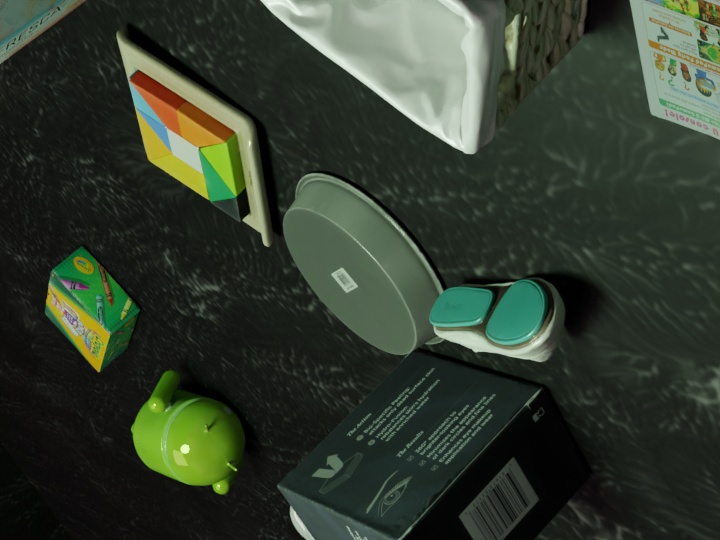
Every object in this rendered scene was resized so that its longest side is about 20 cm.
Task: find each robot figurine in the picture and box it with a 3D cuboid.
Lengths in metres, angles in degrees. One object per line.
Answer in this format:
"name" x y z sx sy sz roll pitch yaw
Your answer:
"robot figurine" -0.230 0.224 2.244 0.176 0.116 0.200 56 157 -22

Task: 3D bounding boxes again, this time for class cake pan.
"cake pan" 0.000 0.000 1.551 0.200 0.037 0.201 40 157 21

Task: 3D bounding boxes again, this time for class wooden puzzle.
"wooden puzzle" -0.166 -0.125 1.653 0.200 0.037 0.186 38 156 25

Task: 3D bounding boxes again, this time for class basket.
"basket" 0.038 -0.195 1.042 0.200 0.123 0.136 38 156 22

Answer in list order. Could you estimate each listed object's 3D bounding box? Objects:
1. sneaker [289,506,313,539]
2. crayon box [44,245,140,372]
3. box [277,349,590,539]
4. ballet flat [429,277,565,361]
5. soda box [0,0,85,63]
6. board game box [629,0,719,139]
"sneaker" -0.020 0.368 2.157 0.080 0.070 0.201 12 138 52
"crayon box" -0.371 0.056 2.306 0.119 0.058 0.200 46 158 5
"box" 0.066 0.193 1.534 0.199 0.197 0.118 15 142 54
"ballet flat" 0.126 0.045 1.370 0.070 0.069 0.200 54 162 -15
"soda box" -0.330 -0.240 1.548 0.064 0.200 0.068 48 157 -1
"board game box" 0.212 -0.150 0.873 0.147 0.064 0.201 30 151 40
